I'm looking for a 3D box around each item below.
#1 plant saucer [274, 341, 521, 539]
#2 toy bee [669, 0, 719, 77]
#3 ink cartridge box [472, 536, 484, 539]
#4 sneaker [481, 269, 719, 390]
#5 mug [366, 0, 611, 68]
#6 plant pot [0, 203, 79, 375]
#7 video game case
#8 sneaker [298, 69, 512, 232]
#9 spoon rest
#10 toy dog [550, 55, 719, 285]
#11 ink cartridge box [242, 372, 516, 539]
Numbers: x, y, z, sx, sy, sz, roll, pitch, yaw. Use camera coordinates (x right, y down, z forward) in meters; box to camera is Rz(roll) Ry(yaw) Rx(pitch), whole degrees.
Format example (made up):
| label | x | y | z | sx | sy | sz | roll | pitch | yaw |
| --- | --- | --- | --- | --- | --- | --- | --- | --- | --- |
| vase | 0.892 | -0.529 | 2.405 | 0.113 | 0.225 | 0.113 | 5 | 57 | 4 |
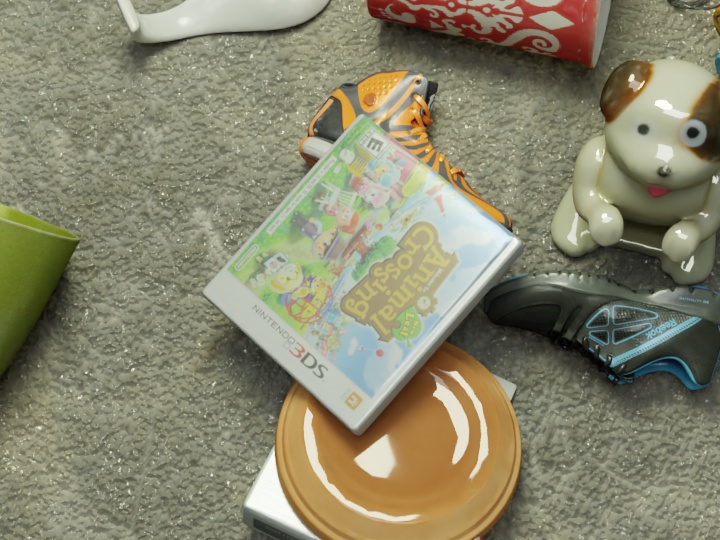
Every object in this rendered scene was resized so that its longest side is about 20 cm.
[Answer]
| label | x | y | z | sx | sy | sz | roll | pitch | yaw |
| --- | --- | --- | --- | --- | --- | --- | --- | --- | --- |
| plant saucer | 0.031 | 0.134 | 1.362 | 0.199 | 0.038 | 0.201 | 1 | 60 | -1 |
| toy bee | 0.329 | -0.188 | 1.431 | 0.200 | 0.109 | 0.131 | 30 | 80 | 11 |
| ink cartridge box | 0.117 | 0.324 | 1.288 | 0.200 | 0.084 | 0.144 | 41 | 91 | 1 |
| sneaker | 0.197 | 0.048 | 1.391 | 0.199 | 0.073 | 0.082 | 5 | 77 | 6 |
| mug | 0.113 | -0.270 | 1.441 | 0.199 | 0.178 | 0.134 | 10 | 45 | 11 |
| plant pot | -0.350 | 0.036 | 1.392 | 0.186 | 0.187 | 0.201 | 20 | 92 | 9 |
| video game case | 0.000 | 0.000 | 1.370 | 0.182 | 0.022 | 0.200 | 40 | 86 | 23 |
| sneaker | 0.055 | -0.103 | 1.440 | 0.199 | 0.078 | 0.112 | 29 | 79 | 11 |
| spoon rest | -0.118 | -0.246 | 1.509 | 0.199 | 0.061 | 0.100 | -20 | 75 | -16 |
| toy dog | 0.246 | -0.094 | 1.361 | 0.139 | 0.200 | 0.194 | 23 | 78 | 9 |
| ink cartridge box | 0.017 | 0.151 | 1.400 | 0.160 | 0.047 | 0.200 | 23 | 61 | 10 |
